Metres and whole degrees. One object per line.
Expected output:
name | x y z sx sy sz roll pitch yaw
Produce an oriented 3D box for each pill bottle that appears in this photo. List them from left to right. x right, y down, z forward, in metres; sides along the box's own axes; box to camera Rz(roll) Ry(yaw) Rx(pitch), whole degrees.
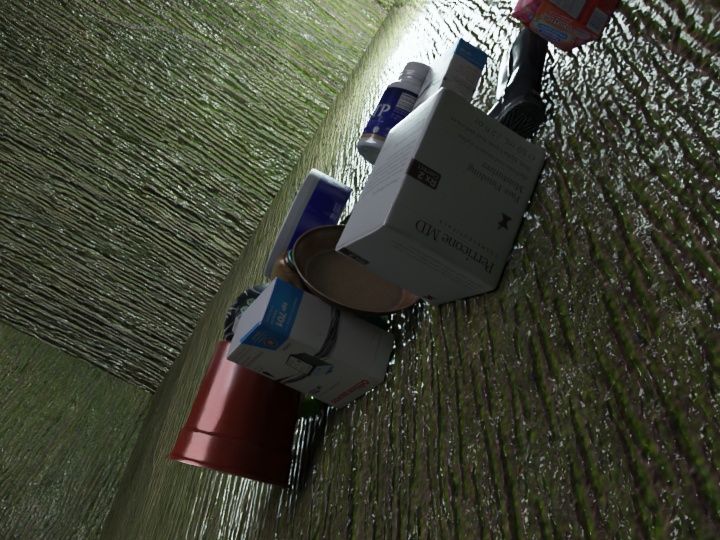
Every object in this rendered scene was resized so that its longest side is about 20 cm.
pill bottle | 0.085 -0.301 1.553 0.201 0.119 0.120 -64 15 -12

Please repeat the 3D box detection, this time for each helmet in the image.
helmet | -0.163 0.118 1.514 0.190 0.200 0.201 4 65 56

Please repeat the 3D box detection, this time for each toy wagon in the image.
toy wagon | -0.077 0.189 1.348 0.200 0.039 0.155 -58 14 15

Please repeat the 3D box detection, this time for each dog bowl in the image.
dog bowl | -0.088 -0.066 1.348 0.200 0.079 0.201 -155 90 -87

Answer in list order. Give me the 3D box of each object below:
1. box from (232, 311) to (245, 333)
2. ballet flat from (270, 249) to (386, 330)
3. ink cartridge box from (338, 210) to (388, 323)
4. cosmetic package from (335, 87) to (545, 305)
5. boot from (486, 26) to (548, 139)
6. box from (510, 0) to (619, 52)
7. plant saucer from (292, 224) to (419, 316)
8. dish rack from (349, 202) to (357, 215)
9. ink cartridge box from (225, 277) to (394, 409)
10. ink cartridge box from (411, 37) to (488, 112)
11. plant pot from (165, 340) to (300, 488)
box | -0.138 0.059 1.383 0.200 0.039 0.041 -34 -20 -41
ballet flat | -0.055 0.050 1.197 0.072 0.200 0.068 -44 17 29
ink cartridge box | 0.000 0.000 1.292 0.145 0.048 0.201 144 133 -62
cosmetic package | 0.099 -0.085 1.006 0.165 0.164 0.201 -25 39 66
boot | 0.202 -0.243 1.141 0.165 0.066 0.200 -37 30 39
box | 0.299 -0.409 1.054 0.201 0.102 0.095 -63 15 -4
plant saucer | -0.005 0.006 1.152 0.201 0.200 0.037 -81 8 -54
dish rack | 0.029 -0.055 1.360 0.200 0.043 0.172 148 127 -62
ink cartridge box | -0.074 0.111 1.157 0.146 0.200 0.086 -43 24 52
ink cartridge box | 0.150 -0.310 1.447 0.116 0.067 0.201 -30 34 63
plant pot | -0.182 0.224 1.253 0.201 0.200 0.196 154 133 -66
